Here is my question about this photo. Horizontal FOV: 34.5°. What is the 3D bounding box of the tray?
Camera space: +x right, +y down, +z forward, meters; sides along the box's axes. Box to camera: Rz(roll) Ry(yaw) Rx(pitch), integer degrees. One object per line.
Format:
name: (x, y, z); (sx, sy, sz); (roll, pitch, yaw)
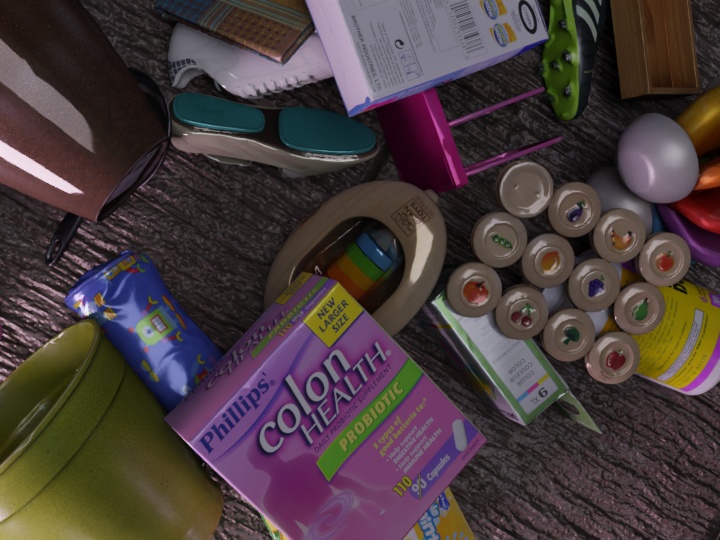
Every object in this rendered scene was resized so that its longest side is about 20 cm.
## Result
tray: (0.285, -0.271, 1.143); (0.098, 0.037, 0.201); (-9, 93, -44)

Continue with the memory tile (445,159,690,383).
memory tile: (0.187, 0.003, 1.034); (0.199, 0.017, 0.154); (25, 97, -13)

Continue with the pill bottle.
pill bottle: (0.258, 0.042, 1.126); (0.199, 0.104, 0.105); (21, 86, -12)

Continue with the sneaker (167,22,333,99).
sneaker: (-0.078, -0.192, 1.052); (0.199, 0.076, 0.081); (10, 88, 15)

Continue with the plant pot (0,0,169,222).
plant pot: (-0.263, -0.140, 0.958); (0.200, 0.187, 0.187); (40, 83, -2)

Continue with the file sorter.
file sorter: (0.085, -0.185, 1.072); (0.125, 0.139, 0.201); (-22, 95, -14)

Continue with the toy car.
toy car: (0.318, -0.076, 1.084); (0.175, 0.200, 0.150); (-28, 73, -26)

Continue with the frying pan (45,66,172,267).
frying pan: (-0.218, -0.087, 1.038); (0.115, 0.031, 0.191); (12, 94, 29)

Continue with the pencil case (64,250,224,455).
pencil case: (-0.174, 0.072, 1.047); (0.087, 0.078, 0.200); (-42, 98, -15)

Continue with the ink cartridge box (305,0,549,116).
ink cartridge box: (0.064, -0.226, 0.956); (0.199, 0.076, 0.137); (-22, 95, -14)

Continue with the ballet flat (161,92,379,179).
ballet flat: (-0.084, -0.119, 1.073); (0.199, 0.069, 0.070); (12, 88, -6)

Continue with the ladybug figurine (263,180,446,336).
ladybug figurine: (0.000, 0.000, 1.069); (0.200, 0.072, 0.136); (-41, 81, 10)

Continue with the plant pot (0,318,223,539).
plant pot: (-0.227, 0.179, 0.993); (0.200, 0.200, 0.193); (-48, 112, -8)

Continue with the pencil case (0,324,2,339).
pencil case: (-0.372, -0.017, 1.004); (0.083, 0.086, 0.201); (-16, 95, -43)

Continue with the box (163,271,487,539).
box: (-0.028, 0.134, 0.977); (0.176, 0.097, 0.200); (-47, 108, -11)

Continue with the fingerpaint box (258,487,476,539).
fingerpaint box: (-0.007, 0.215, 1.086); (0.166, 0.073, 0.200); (-29, 96, -11)

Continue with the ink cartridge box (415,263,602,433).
ink cartridge box: (0.132, 0.088, 1.100); (0.059, 0.104, 0.200); (-39, 98, -9)

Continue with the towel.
towel: (-0.069, -0.273, 1.035); (0.146, 0.022, 0.200); (26, 64, 23)

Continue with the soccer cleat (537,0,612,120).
soccer cleat: (0.218, -0.248, 1.138); (0.081, 0.067, 0.201); (-2, 91, -25)
